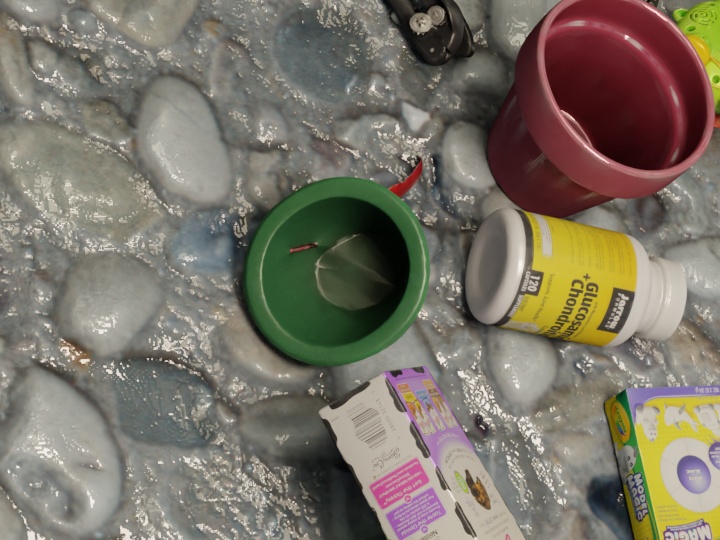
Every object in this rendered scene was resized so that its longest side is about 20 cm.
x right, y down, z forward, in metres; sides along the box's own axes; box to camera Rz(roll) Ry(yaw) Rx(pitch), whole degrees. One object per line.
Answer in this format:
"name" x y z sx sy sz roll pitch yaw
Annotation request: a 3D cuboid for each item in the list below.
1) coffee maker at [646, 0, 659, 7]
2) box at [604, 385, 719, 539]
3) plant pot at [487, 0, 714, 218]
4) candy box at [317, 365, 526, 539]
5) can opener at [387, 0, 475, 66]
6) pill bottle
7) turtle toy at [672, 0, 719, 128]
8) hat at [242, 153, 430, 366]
"coffee maker" 0.264 -0.406 1.976 0.192 0.134 0.201 49 54 -26
"box" 0.312 0.213 1.748 0.116 0.048 0.202 -1 69 -25
"plant pot" 0.219 -0.145 1.787 0.198 0.179 0.202 10 64 -22
"candy box" 0.060 0.187 1.568 0.071 0.168 0.201 -32 81 12
"can opener" 0.044 -0.295 1.854 0.063 0.079 0.201 -35 80 6
"pill bottle" 0.209 0.012 1.750 0.198 0.112 0.113 11 63 -20
"turtle toy" 0.403 -0.205 1.950 0.200 0.101 0.146 44 58 -2
"hat" 0.000 0.000 1.713 0.199 0.176 0.167 -30 82 5
